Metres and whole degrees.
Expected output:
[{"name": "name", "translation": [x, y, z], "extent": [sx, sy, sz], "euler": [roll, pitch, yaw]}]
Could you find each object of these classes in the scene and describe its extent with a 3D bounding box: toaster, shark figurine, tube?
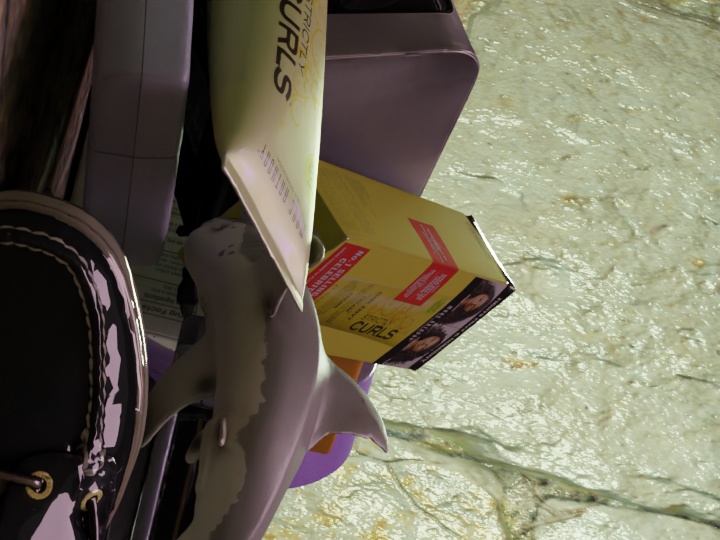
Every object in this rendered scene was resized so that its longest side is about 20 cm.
[{"name": "toaster", "translation": [-0.040, -0.113, 0.957], "extent": [0.200, 0.118, 0.182], "euler": [114, -38, -52]}, {"name": "shark figurine", "translation": [-0.033, 0.073, 0.769], "extent": [0.128, 0.089, 0.216], "euler": [-21, -128, 50]}, {"name": "tube", "translation": [-0.034, -0.082, 0.755], "extent": [0.052, 0.058, 0.201], "euler": [-50, -152, 39]}]

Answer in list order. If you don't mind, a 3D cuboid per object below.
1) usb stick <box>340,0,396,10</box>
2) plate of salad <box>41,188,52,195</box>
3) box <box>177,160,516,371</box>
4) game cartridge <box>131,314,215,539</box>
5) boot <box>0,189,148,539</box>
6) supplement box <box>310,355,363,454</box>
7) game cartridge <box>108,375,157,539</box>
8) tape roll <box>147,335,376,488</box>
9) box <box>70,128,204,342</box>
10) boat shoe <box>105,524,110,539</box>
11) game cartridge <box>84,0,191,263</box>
[{"name": "usb stick", "translation": [0.001, -0.211, 0.828], "extent": [0.055, 0.032, 0.202], "euler": [176, -88, -74]}, {"name": "plate of salad", "translation": [-0.136, 0.068, 0.774], "extent": [0.200, 0.048, 0.202], "euler": [-167, -90, -85]}, {"name": "box", "translation": [0.000, 0.000, 0.927], "extent": [0.075, 0.050, 0.200], "euler": [-39, 158, 15]}, {"name": "game cartridge", "translation": [-0.088, 0.122, 0.917], "extent": [0.133, 0.041, 0.202], "euler": [168, -65, -81]}, {"name": "boot", "translation": [-0.115, 0.095, 0.567], "extent": [0.154, 0.073, 0.205], "euler": [-79, -177, -66]}, {"name": "supplement box", "translation": [-0.039, 0.012, 1.072], "extent": [0.201, 0.068, 0.067], "euler": [-89, -164, -59]}, {"name": "game cartridge", "translation": [-0.131, 0.153, 0.934], "extent": [0.134, 0.040, 0.201], "euler": [104, -2, -65]}, {"name": "tape roll", "translation": [-0.092, 0.056, 1.233], "extent": [0.200, 0.198, 0.066], "euler": [-87, -167, -68]}, {"name": "box", "translation": [-0.108, -0.067, 1.114], "extent": [0.078, 0.094, 0.202], "euler": [-149, -105, -83]}, {"name": "boat shoe", "translation": [-0.115, 0.140, 0.712], "extent": [0.201, 0.067, 0.072], "euler": [-64, 170, 26]}, {"name": "game cartridge", "translation": [-0.089, -0.080, 0.790], "extent": [0.200, 0.040, 0.134], "euler": [115, -26, -69]}]
